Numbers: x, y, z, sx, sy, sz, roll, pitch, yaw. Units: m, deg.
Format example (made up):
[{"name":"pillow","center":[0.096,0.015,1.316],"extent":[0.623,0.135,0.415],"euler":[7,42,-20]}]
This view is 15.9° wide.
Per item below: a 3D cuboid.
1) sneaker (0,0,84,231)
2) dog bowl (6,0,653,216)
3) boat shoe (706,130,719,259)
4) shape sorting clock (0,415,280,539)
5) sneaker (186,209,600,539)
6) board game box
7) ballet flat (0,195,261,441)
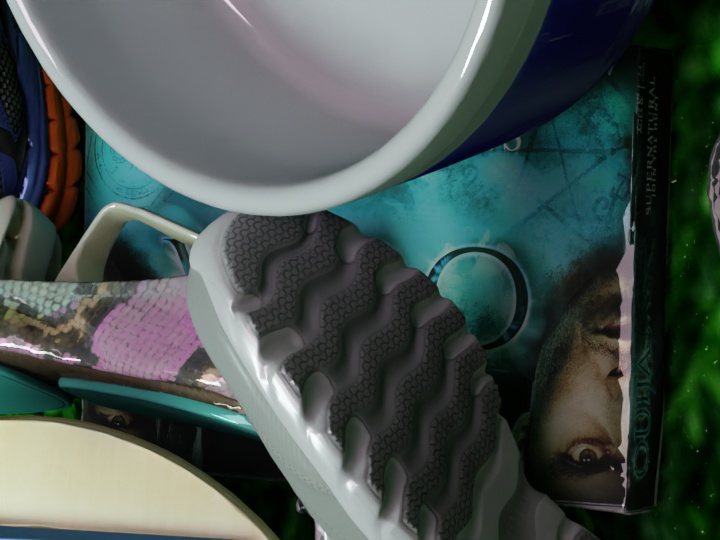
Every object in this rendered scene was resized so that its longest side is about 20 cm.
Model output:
[{"name":"sneaker","center":[-0.152,-0.099,0.858],"extent":[0.075,0.078,0.201],"euler":[-27,77,28]},{"name":"dog bowl","center":[-0.013,-0.120,0.680],"extent":[0.200,0.079,0.201],"euler":[15,114,39]},{"name":"boat shoe","center":[0.145,0.040,0.688],"extent":[0.074,0.063,0.202],"euler":[-31,73,31]},{"name":"shape sorting clock","center":[-0.094,0.142,0.767],"extent":[0.199,0.039,0.201],"euler":[2,99,10]},{"name":"sneaker","center":[0.006,0.071,0.725],"extent":[0.082,0.075,0.200],"euler":[-20,113,40]},{"name":"board game box","center":[0.000,0.000,0.794],"extent":[0.199,0.028,0.136],"euler":[2,91,32]},{"name":"ballet flat","center":[-0.091,0.013,0.804],"extent":[0.199,0.069,0.072],"euler":[3,74,29]}]
